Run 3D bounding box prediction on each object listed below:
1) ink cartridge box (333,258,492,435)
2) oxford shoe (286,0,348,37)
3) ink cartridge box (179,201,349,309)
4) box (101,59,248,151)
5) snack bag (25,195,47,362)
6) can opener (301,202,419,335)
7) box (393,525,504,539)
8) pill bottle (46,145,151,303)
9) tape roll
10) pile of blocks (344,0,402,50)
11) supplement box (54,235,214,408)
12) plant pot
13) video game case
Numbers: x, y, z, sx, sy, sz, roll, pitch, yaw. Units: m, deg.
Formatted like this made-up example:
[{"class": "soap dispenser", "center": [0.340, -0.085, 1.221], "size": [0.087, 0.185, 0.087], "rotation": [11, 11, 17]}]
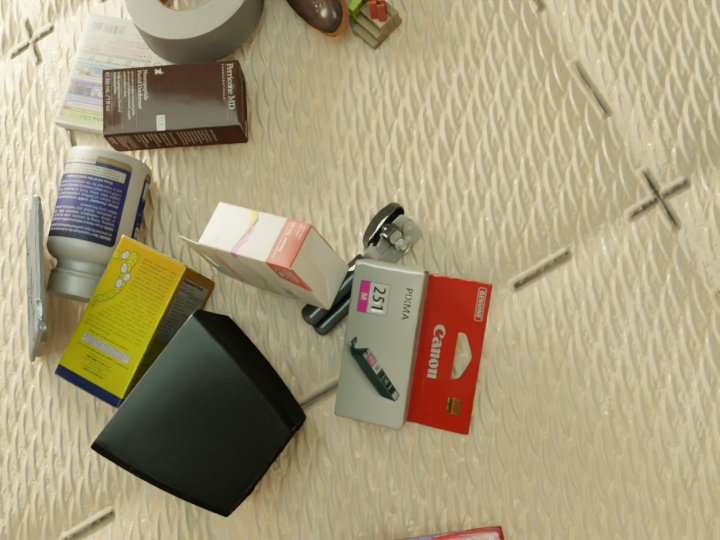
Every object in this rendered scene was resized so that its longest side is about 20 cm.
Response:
[{"class": "ink cartridge box", "center": [0.065, 0.100, 1.038], "size": [0.170, 0.043, 0.204], "rotation": [10, 95, 14]}, {"class": "oxford shoe", "center": [-0.094, -0.408, 1.182], "size": [0.200, 0.072, 0.072], "rotation": [49, 121, 22]}, {"class": "ink cartridge box", "center": [-0.128, -0.024, 1.073], "size": [0.197, 0.117, 0.068], "rotation": [15, 70, 32]}, {"class": "box", "center": [-0.263, -0.232, 1.171], "size": [0.196, 0.075, 0.102], "rotation": [-5, 79, -2]}, {"class": "snack bag", "center": [-0.440, 0.011, 1.122], "size": [0.021, 0.200, 0.192], "rotation": [0, 73, -25]}, {"class": "can opener", "center": [0.000, 0.000, 1.102], "size": [0.200, 0.053, 0.066], "rotation": [-47, 39, -3]}, {"class": "box", "center": [0.078, 0.365, 0.971], "size": [0.196, 0.100, 0.097], "rotation": [-11, 76, 10]}, {"class": "pill bottle", "center": [-0.369, -0.059, 1.147], "size": [0.117, 0.120, 0.204], "rotation": [8, 79, 13]}, {"class": "tape roll", "center": [-0.244, -0.406, 1.212], "size": [0.196, 0.066, 0.204], "rotation": [-3, 68, 8]}, {"class": "pile of blocks", "center": [-0.008, -0.421, 1.183], "size": [0.081, 0.062, 0.203], "rotation": [-22, 74, 6]}, {"class": "supplement box", "center": [-0.300, 0.075, 1.109], "size": [0.108, 0.109, 0.203], "rotation": [23, 83, 15]}, {"class": "plant pot", "center": [-0.178, 0.186, 1.024], "size": [0.177, 0.200, 0.201], "rotation": [37, 87, 6]}, {"class": "video game case", "center": [-0.350, -0.290, 1.246], "size": [0.196, 0.022, 0.185], "rotation": [11, 80, 13]}]
